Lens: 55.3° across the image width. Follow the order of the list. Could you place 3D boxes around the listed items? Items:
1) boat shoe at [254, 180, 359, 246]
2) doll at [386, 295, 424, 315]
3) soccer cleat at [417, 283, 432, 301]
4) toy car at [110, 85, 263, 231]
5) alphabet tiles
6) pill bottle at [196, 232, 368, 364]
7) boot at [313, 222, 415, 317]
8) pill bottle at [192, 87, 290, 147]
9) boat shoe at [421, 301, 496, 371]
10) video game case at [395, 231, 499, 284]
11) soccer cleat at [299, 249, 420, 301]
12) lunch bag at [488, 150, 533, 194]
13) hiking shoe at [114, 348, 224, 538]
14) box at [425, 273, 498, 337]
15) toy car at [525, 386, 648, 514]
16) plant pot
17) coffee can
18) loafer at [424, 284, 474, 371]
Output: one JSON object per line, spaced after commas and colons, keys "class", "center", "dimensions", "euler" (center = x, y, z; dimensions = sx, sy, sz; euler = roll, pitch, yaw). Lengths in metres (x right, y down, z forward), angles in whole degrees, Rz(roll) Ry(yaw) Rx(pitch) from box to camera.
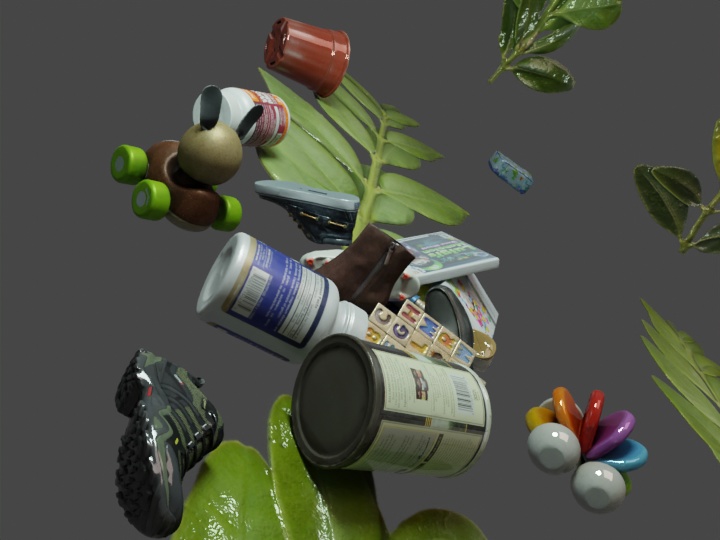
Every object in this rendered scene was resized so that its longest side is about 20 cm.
{"class": "boat shoe", "center": [-0.102, -0.102, 1.234], "dimensions": [0.198, 0.092, 0.071], "euler": [13, 18, 12]}
{"class": "doll", "center": [0.051, 0.061, 1.131], "dimensions": [0.135, 0.049, 0.201], "euler": [1, 39, -16]}
{"class": "soccer cleat", "center": [0.133, 0.037, 1.317], "dimensions": [0.084, 0.065, 0.200], "euler": [46, 23, 13]}
{"class": "toy car", "center": [-0.229, -0.173, 0.990], "dimensions": [0.163, 0.201, 0.158], "euler": [6, 38, -52]}
{"class": "alphabet tiles", "center": [0.081, 0.142, 0.978], "dimensions": [0.199, 0.006, 0.167], "euler": [36, 61, -4]}
{"class": "pill bottle", "center": [-0.095, 0.049, 0.875], "dimensions": [0.199, 0.120, 0.120], "euler": [30, 23, -21]}
{"class": "boot", "center": [-0.035, -0.002, 0.991], "dimensions": [0.199, 0.167, 0.072], "euler": [29, 10, -28]}
{"class": "pill bottle", "center": [-0.231, -0.299, 1.351], "dimensions": [0.109, 0.110, 0.200], "euler": [43, 23, 13]}
{"class": "boat shoe", "center": [0.129, 0.116, 1.164], "dimensions": [0.199, 0.070, 0.071], "euler": [28, 50, 21]}
{"class": "video game case", "center": [0.129, -0.027, 1.300], "dimensions": [0.198, 0.024, 0.181], "euler": [-11, 25, -29]}
{"class": "soccer cleat", "center": [0.000, 0.000, 1.112], "dimensions": [0.197, 0.070, 0.078], "euler": [11, 17, 4]}
{"class": "lunch bag", "center": [0.642, -0.421, 2.941], "dimensions": [0.199, 0.083, 0.161], "euler": [32, 24, -13]}
{"class": "hiking shoe", "center": [-0.165, 0.152, 0.629], "dimensions": [0.100, 0.076, 0.201], "euler": [19, 28, -31]}
{"class": "box", "center": [0.196, 0.067, 1.300], "dimensions": [0.157, 0.041, 0.200], "euler": [57, 27, -8]}
{"class": "toy car", "center": [0.373, 0.272, 1.112], "dimensions": [0.200, 0.150, 0.175], "euler": [41, 22, 8]}
{"class": "plant pot", "center": [-0.165, -0.631, 2.007], "dimensions": [0.194, 0.202, 0.202], "euler": [10, 34, -34]}
{"class": "coffee can", "center": [0.039, 0.166, 0.817], "dimensions": [0.199, 0.147, 0.147], "euler": [19, 29, -39]}
{"class": "loafer", "center": [0.132, 0.120, 1.039], "dimensions": [0.072, 0.072, 0.202], "euler": [7, 68, -62]}
